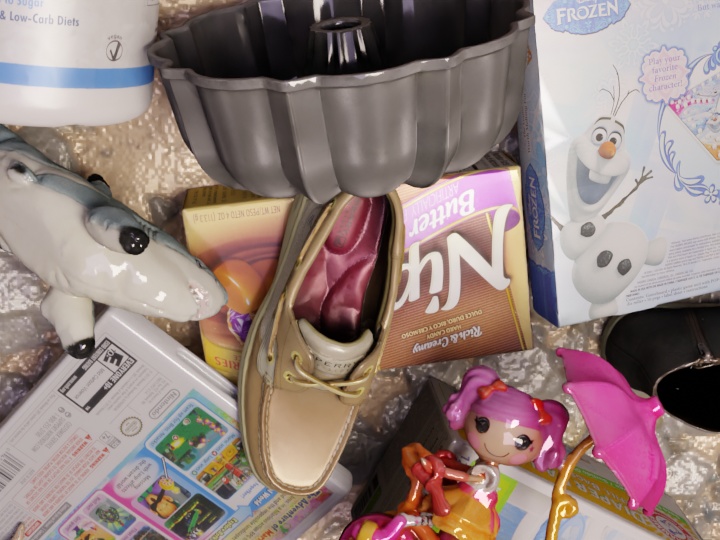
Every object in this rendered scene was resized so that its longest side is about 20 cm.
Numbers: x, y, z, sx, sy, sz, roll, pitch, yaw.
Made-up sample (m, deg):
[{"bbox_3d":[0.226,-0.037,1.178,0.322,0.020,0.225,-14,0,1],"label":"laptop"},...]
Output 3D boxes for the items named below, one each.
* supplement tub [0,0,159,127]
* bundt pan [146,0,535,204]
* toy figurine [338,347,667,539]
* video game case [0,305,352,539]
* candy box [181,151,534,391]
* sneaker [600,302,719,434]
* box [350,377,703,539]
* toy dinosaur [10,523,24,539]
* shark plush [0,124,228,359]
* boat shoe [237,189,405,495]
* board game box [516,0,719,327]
[{"bbox_3d":[-0.167,-0.183,0.647,0.131,0.132,0.201,4,106,-6],"label":"supplement tub"},{"bbox_3d":[-0.007,-0.094,0.657,0.201,0.202,0.076,-8,115,-3],"label":"bundt pan"},{"bbox_3d":[0.080,0.126,0.675,0.199,0.150,0.185,24,89,14],"label":"toy figurine"},{"bbox_3d":[-0.136,0.135,0.769,0.182,0.024,0.200,39,117,-14],"label":"video game case"},{"bbox_3d":[0.000,0.000,0.754,0.199,0.056,0.117,-7,106,-2],"label":"candy box"},{"bbox_3d":[0.259,0.060,0.769,0.199,0.106,0.075,-7,107,-3],"label":"sneaker"},{"bbox_3d":[0.109,0.171,0.790,0.200,0.101,0.113,28,102,-12],"label":"box"},{"bbox_3d":[-0.221,0.265,0.793,0.086,0.136,0.201,-14,87,-14],"label":"toy dinosaur"},{"bbox_3d":[-0.169,-0.031,0.703,0.200,0.083,0.091,31,120,21],"label":"shark plush"},{"bbox_3d":[-0.021,0.035,0.688,0.074,0.066,0.201,7,100,-16],"label":"boat shoe"},{"bbox_3d":[0.191,-0.085,0.736,0.199,0.043,0.200,-11,108,-14],"label":"board game box"}]
